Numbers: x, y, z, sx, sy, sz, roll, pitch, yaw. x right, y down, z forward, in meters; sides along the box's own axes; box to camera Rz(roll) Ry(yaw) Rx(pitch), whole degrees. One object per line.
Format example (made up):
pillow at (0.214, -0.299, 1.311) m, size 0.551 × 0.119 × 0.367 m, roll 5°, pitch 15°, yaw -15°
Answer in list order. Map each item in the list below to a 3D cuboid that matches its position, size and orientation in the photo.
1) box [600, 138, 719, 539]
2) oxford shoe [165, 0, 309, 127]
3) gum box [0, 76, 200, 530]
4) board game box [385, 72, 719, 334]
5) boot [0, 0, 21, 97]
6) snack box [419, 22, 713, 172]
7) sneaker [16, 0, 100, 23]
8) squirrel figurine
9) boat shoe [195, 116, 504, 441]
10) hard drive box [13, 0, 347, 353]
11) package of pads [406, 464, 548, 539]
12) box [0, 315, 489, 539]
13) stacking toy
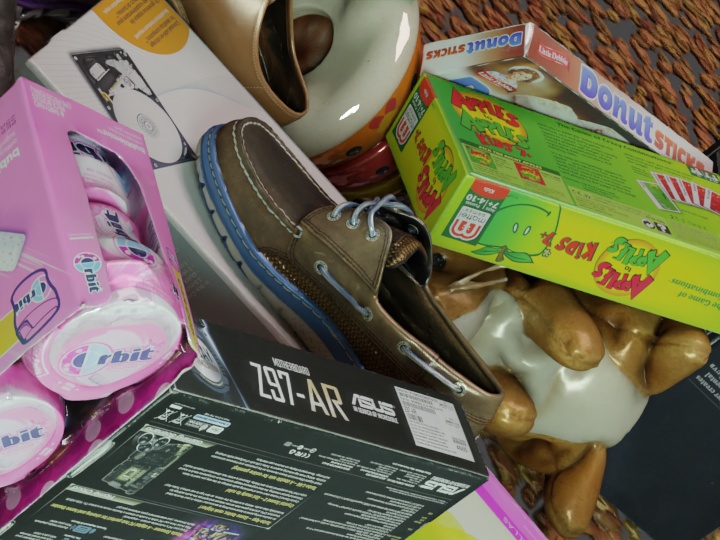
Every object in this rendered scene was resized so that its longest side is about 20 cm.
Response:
box at (0.225, 0.034, 1.583) m, size 0.123 × 0.198 × 0.200 m, roll 42°, pitch 28°, yaw -23°
oxford shoe at (-0.072, -0.167, 1.353) m, size 0.071 × 0.071 × 0.200 m, roll -44°, pitch 123°, yaw -46°
gum box at (-0.151, 0.030, 0.982) m, size 0.066 × 0.200 × 0.114 m, roll 24°, pitch 35°, yaw -42°
board game box at (0.120, -0.035, 1.411) m, size 0.200 × 0.048 × 0.102 m, roll 17°, pitch 30°, yaw -25°
boot at (-0.167, -0.042, 1.157) m, size 0.200 × 0.069 × 0.174 m, roll -78°, pitch 152°, yaw -47°
snack box at (0.121, -0.085, 1.466) m, size 0.200 × 0.072 × 0.024 m, roll 30°, pitch 61°, yaw -46°
sneaker at (-0.149, -0.176, 1.383) m, size 0.200 × 0.088 × 0.081 m, roll 18°, pitch 42°, yaw -46°
squirrel figurine at (0.073, 0.020, 1.466) m, size 0.187 × 0.142 × 0.200 m, roll 27°, pitch 24°, yaw -21°
boat shoe at (0.000, 0.000, 1.237) m, size 0.200 × 0.072 × 0.072 m, roll 54°, pitch 27°, yaw 5°
hard drive box at (-0.095, -0.035, 1.300) m, size 0.200 × 0.077 × 0.156 m, roll 48°, pitch 27°, yaw -8°
package of pads at (0.039, 0.160, 1.271) m, size 0.200 × 0.068 × 0.155 m, roll 49°, pitch 26°, yaw -4°
box at (-0.067, 0.094, 1.081) m, size 0.200 × 0.160 × 0.044 m, roll 19°, pitch 42°, yaw -46°
stacking toy at (0.004, -0.089, 1.499) m, size 0.200 × 0.146 × 0.146 m, roll 43°, pitch 23°, yaw -51°
